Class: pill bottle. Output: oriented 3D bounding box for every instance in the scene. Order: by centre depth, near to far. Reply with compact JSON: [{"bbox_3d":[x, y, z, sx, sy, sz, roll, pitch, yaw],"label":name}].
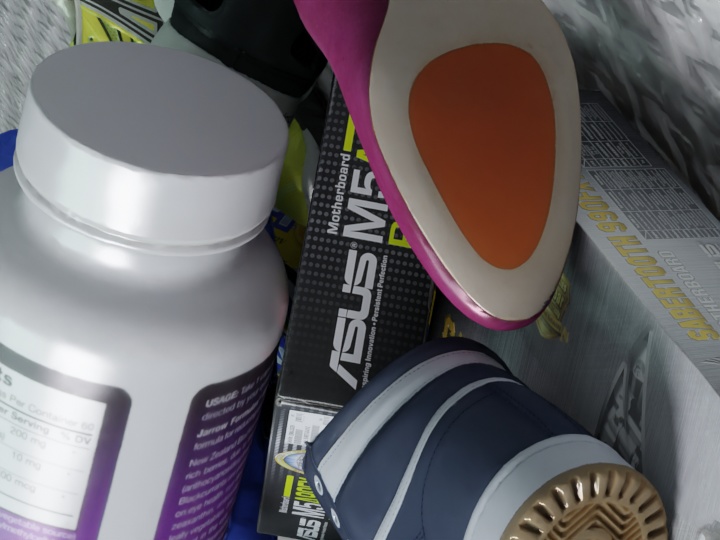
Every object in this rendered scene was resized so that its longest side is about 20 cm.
[{"bbox_3d":[-0.086,0.032,0.749,0.111,0.111,0.201,43,129,37],"label":"pill bottle"}]

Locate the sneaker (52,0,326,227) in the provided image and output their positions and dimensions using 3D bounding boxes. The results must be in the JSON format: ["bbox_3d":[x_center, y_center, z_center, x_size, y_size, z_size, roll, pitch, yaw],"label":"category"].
[{"bbox_3d":[-0.083,-0.090,1.005,0.200,0.076,0.075,49,163,11],"label":"sneaker"}]

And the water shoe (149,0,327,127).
[{"bbox_3d":[-0.030,-0.104,0.835,0.071,0.079,0.200,30,-164,-13],"label":"water shoe"}]

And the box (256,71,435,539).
[{"bbox_3d":[0.000,0.000,0.807,0.044,0.161,0.200,10,162,-1],"label":"box"}]

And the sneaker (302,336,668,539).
[{"bbox_3d":[0.021,0.116,0.658,0.109,0.070,0.201,47,128,51],"label":"sneaker"}]

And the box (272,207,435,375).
[{"bbox_3d":[-0.035,0.000,1.082,0.200,0.064,0.070,41,161,44],"label":"box"}]

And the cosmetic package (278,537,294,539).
[{"bbox_3d":[0.004,0.209,1.167,0.085,0.107,0.201,58,-163,-50],"label":"cosmetic package"}]

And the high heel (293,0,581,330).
[{"bbox_3d":[0.014,-0.065,0.690,0.096,0.067,0.201,124,138,-63],"label":"high heel"}]

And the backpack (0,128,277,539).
[{"bbox_3d":[-0.101,0.037,0.944,0.168,0.161,0.201,124,150,-62],"label":"backpack"}]

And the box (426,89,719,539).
[{"bbox_3d":[0.076,0.061,0.677,0.200,0.048,0.159,-122,35,-52],"label":"box"}]
